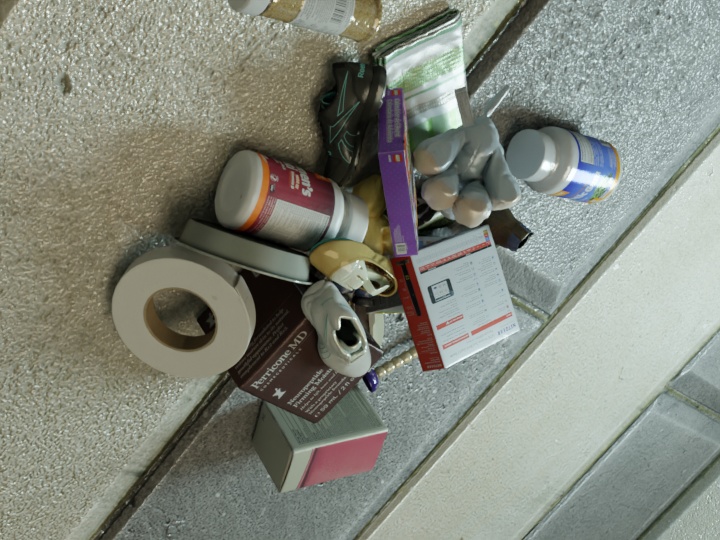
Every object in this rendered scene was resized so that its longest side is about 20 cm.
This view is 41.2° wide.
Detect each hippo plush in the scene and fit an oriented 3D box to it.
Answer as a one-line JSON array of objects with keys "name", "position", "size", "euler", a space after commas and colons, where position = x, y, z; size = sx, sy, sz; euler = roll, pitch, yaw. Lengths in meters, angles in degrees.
[{"name": "hippo plush", "position": [0.135, -0.154, 1.435], "size": [0.158, 0.202, 0.161], "euler": [-6, 174, -17]}]

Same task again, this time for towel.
[{"name": "towel", "position": [0.095, -0.266, 1.396], "size": [0.148, 0.031, 0.201], "euler": [-28, 139, -13]}]

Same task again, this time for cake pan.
[{"name": "cake pan", "position": [-0.154, -0.028, 1.304], "size": [0.199, 0.199, 0.037], "euler": [16, 93, -45]}]

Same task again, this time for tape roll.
[{"name": "tape roll", "position": [-0.245, 0.060, 1.333], "size": [0.201, 0.037, 0.204], "euler": [4, 121, 6]}]

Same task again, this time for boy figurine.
[{"name": "boy figurine", "position": [-0.004, -0.049, 1.453], "size": [0.123, 0.064, 0.202], "euler": [7, 101, -8]}]

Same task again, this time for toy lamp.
[{"name": "toy lamp", "position": [0.093, 0.152, 1.759], "size": [0.199, 0.058, 0.058], "euler": [-27, 139, -13]}]

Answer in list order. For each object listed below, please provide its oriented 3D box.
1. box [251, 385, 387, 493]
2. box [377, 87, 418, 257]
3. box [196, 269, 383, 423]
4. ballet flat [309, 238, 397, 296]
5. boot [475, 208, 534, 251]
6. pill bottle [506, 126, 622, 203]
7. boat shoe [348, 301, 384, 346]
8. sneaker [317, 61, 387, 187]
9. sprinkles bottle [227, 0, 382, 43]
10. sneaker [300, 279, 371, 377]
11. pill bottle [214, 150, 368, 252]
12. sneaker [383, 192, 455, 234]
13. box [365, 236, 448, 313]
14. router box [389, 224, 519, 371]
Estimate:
[{"name": "box", "position": [-0.073, 0.295, 1.701], "size": [0.199, 0.128, 0.110], "euler": [-6, 131, -33]}, {"name": "box", "position": [0.055, -0.138, 1.368], "size": [0.039, 0.138, 0.201], "euler": [-5, 137, 6]}, {"name": "box", "position": [-0.106, 0.101, 1.469], "size": [0.166, 0.164, 0.200], "euler": [-46, 140, 8]}, {"name": "ballet flat", "position": [0.000, 0.000, 1.342], "size": [0.068, 0.063, 0.200], "euler": [-35, 158, 21]}, {"name": "boot", "position": [0.240, -0.055, 1.617], "size": [0.075, 0.097, 0.200], "euler": [-45, 160, -4]}, {"name": "pill bottle", "position": [0.338, -0.178, 1.601], "size": [0.199, 0.112, 0.113], "euler": [5, 123, -41]}, {"name": "boat shoe", "position": [0.004, 0.093, 1.632], "size": [0.201, 0.059, 0.072], "euler": [92, 19, -46]}, {"name": "sneaker", "position": [-0.026, -0.207, 1.340], "size": [0.079, 0.076, 0.201], "euler": [13, 127, -12]}, {"name": "sprinkles bottle", "position": [-0.066, -0.332, 1.179], "size": [0.199, 0.068, 0.069], "euler": [4, 124, -40]}, {"name": "sneaker", "position": [-0.023, 0.101, 1.347], "size": [0.070, 0.080, 0.201], "euler": [-38, 140, -10]}, {"name": "pill bottle", "position": [-0.093, -0.087, 1.329], "size": [0.199, 0.110, 0.110], "euler": [16, 116, -35]}, {"name": "sneaker", "position": [0.102, -0.080, 1.544], "size": [0.199, 0.077, 0.089], "euler": [-18, 144, -21]}, {"name": "box", "position": [0.108, 0.009, 1.559], "size": [0.199, 0.114, 0.101], "euler": [0, 170, -43]}, {"name": "router box", "position": [0.149, 0.039, 1.486], "size": [0.199, 0.049, 0.181], "euler": [-19, 93, -43]}]
